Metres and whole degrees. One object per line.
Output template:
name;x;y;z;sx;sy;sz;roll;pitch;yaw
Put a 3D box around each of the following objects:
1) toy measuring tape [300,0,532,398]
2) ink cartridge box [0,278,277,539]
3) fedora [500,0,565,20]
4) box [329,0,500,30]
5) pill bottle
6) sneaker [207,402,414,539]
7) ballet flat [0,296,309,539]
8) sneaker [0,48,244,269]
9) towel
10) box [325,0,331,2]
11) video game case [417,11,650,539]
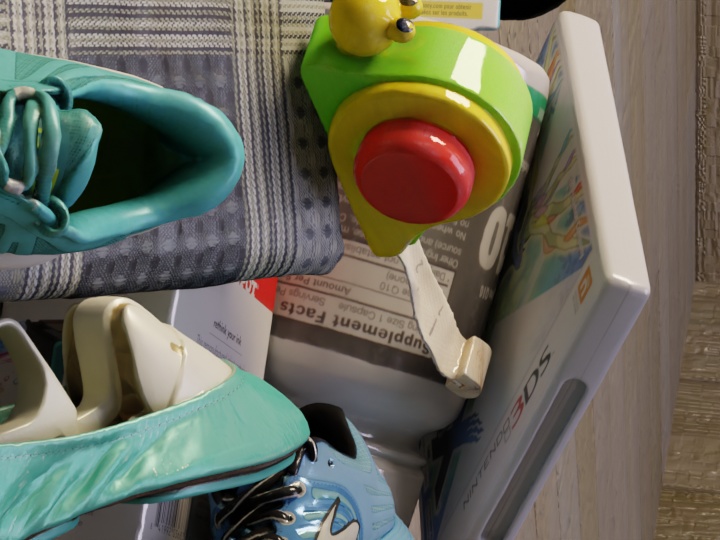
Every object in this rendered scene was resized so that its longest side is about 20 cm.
toy measuring tape;0.037;-0.026;0.819;0.200;0.073;0.074;65;30;-42
ink cartridge box;-0.082;0.038;0.830;0.116;0.067;0.201;46;50;-71
fedora;0.035;-0.209;1.152;0.091;0.200;0.201;-29;131;-33
box;0.025;-0.213;1.053;0.049;0.082;0.201;-151;-117;-71
pill bottle;0.000;0.000;0.936;0.113;0.113;0.201;27;79;-76
sneaker;-0.038;0.101;0.785;0.200;0.078;0.090;-45;121;-71
ballet flat;-0.088;0.045;0.691;0.200;0.067;0.071;-17;106;-47
sneaker;-0.110;-0.035;0.598;0.200;0.079;0.078;-6;96;-54
towel;-0.077;-0.093;0.741;0.192;0.034;0.201;-5;93;-52
box;-0.053;-0.158;0.938;0.200;0.049;0.162;-35;130;-73
video game case;0.064;0.016;0.949;0.200;0.022;0.183;-91;-159;-54
